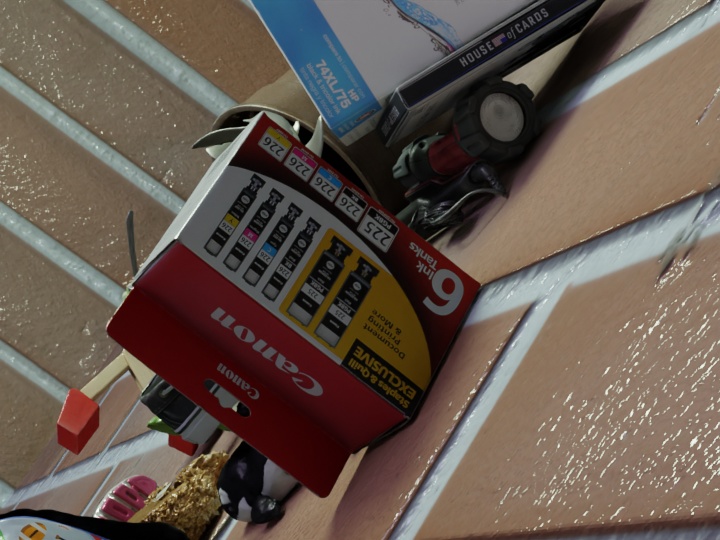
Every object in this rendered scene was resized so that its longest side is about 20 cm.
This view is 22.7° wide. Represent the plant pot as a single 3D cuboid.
[{"bbox_3d":[-0.005,-0.136,1.687,0.198,0.200,0.200,-51,7,-31],"label":"plant pot"}]

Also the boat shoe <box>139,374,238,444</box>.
[{"bbox_3d":[-0.098,0.040,1.365,0.200,0.071,0.072,-56,15,7],"label":"boat shoe"}]

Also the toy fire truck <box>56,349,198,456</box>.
[{"bbox_3d":[-0.206,0.118,1.836,0.200,0.141,0.049,-59,-9,-31],"label":"toy fire truck"}]

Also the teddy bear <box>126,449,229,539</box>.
[{"bbox_3d":[-0.164,0.229,1.537,0.145,0.067,0.200,-42,5,10],"label":"teddy bear"}]

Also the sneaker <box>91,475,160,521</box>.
[{"bbox_3d":[-0.244,0.278,1.670,0.087,0.074,0.200,-35,24,44],"label":"sneaker"}]

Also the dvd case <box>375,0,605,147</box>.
[{"bbox_3d":[0.107,-0.171,1.448,0.200,0.025,0.150,-31,-3,-9],"label":"dvd case"}]

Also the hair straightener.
[{"bbox_3d":[0.066,-0.042,1.461,0.077,0.041,0.200,-57,14,-17],"label":"hair straightener"}]

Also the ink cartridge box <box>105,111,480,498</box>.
[{"bbox_3d":[-0.044,0.025,1.224,0.084,0.200,0.176,-39,16,52],"label":"ink cartridge box"}]

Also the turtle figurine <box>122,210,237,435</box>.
[{"bbox_3d":[-0.155,0.047,1.679,0.200,0.144,0.194,114,159,-69],"label":"turtle figurine"}]

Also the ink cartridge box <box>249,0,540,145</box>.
[{"bbox_3d":[0.028,-0.221,1.473,0.200,0.146,0.147,-32,-4,4],"label":"ink cartridge box"}]

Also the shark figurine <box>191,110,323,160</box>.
[{"bbox_3d":[-0.092,-0.099,1.516,0.215,0.089,0.128,-118,34,-54],"label":"shark figurine"}]

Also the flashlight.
[{"bbox_3d":[0.081,-0.105,1.491,0.068,0.068,0.200,-52,10,-21],"label":"flashlight"}]

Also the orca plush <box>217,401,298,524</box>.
[{"bbox_3d":[-0.068,0.130,1.358,0.105,0.071,0.200,-58,11,-28],"label":"orca plush"}]

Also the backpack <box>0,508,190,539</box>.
[{"bbox_3d":[-0.223,0.267,1.262,0.200,0.190,0.154,-50,26,20],"label":"backpack"}]
